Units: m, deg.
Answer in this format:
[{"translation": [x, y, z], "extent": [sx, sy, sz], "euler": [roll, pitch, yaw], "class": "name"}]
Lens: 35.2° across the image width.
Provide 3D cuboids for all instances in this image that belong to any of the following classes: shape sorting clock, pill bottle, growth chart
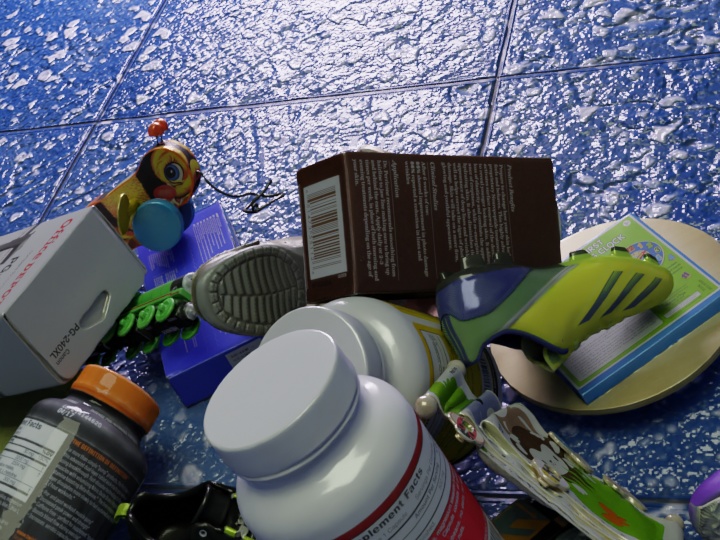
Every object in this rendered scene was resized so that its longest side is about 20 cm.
[{"translation": [0.196, 0.033, 0.885], "extent": [0.197, 0.039, 0.202], "euler": [-17, 42, 16], "class": "shape sorting clock"}, {"translation": [0.014, 0.080, 0.783], "extent": [0.111, 0.199, 0.114], "euler": [-6, 78, 28], "class": "pill bottle"}, {"translation": [0.121, 0.122, 0.697], "extent": [0.018, 0.199, 0.145], "euler": [-55, -2, 13], "class": "growth chart"}, {"translation": [-0.232, 0.173, 0.865], "extent": [0.105, 0.107, 0.201], "euler": [13, 61, 33], "class": "pill bottle"}, {"translation": [0.002, 0.134, 0.638], "extent": [0.111, 0.201, 0.113], "euler": [-26, 29, 16], "class": "pill bottle"}]

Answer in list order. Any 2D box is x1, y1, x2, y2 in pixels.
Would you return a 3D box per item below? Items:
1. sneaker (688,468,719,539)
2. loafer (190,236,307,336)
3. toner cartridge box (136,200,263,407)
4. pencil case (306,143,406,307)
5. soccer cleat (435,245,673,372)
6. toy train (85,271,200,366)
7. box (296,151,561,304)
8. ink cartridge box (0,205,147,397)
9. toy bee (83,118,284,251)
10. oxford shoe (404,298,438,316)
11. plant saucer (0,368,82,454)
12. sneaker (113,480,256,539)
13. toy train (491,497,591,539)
[{"translation": [0.294, 0.112, 0.748], "extent": [0.198, 0.070, 0.100], "euler": [-23, 35, -5], "class": "sneaker"}, {"translation": [-0.078, 0.011, 0.967], "extent": [0.069, 0.076, 0.199], "euler": [-3, 6, 36], "class": "loafer"}, {"translation": [-0.144, 0.025, 1.041], "extent": [0.094, 0.043, 0.201], "euler": [-24, 42, -1], "class": "toner cartridge box"}, {"translation": [0.000, 0.000, 0.917], "extent": [0.089, 0.078, 0.203], "euler": [18, 86, 35], "class": "pencil case"}, {"translation": [0.141, 0.031, 0.803], "extent": [0.198, 0.065, 0.085], "euler": [-3, 71, -28], "class": "soccer cleat"}, {"translation": [-0.199, 0.045, 0.995], "extent": [0.199, 0.042, 0.057], "euler": [-19, 43, 44], "class": "toy train"}, {"translation": [0.054, -0.031, 0.840], "extent": [0.198, 0.102, 0.075], "euler": [-1, -6, -33], "class": "box"}, {"translation": [-0.305, 0.035, 0.994], "extent": [0.198, 0.084, 0.146], "euler": [-14, 33, 36], "class": "ink cartridge box"}, {"translation": [-0.187, -0.079, 1.049], "extent": [0.198, 0.110, 0.131], "euler": [-27, 15, -10], "class": "toy bee"}, {"translation": [0.044, -0.007, 0.972], "extent": [0.070, 0.072, 0.201], "euler": [-20, 44, 0], "class": "oxford shoe"}, {"translation": [-0.314, 0.161, 0.988], "extent": [0.197, 0.031, 0.202], "euler": [-12, 43, 11], "class": "plant saucer"}, {"translation": [-0.089, 0.194, 0.815], "extent": [0.197, 0.083, 0.072], "euler": [-4, 45, 20], "class": "sneaker"}, {"translation": [0.089, 0.216, 0.720], "extent": [0.199, 0.086, 0.114], "euler": [-37, 34, -15], "class": "toy train"}]
